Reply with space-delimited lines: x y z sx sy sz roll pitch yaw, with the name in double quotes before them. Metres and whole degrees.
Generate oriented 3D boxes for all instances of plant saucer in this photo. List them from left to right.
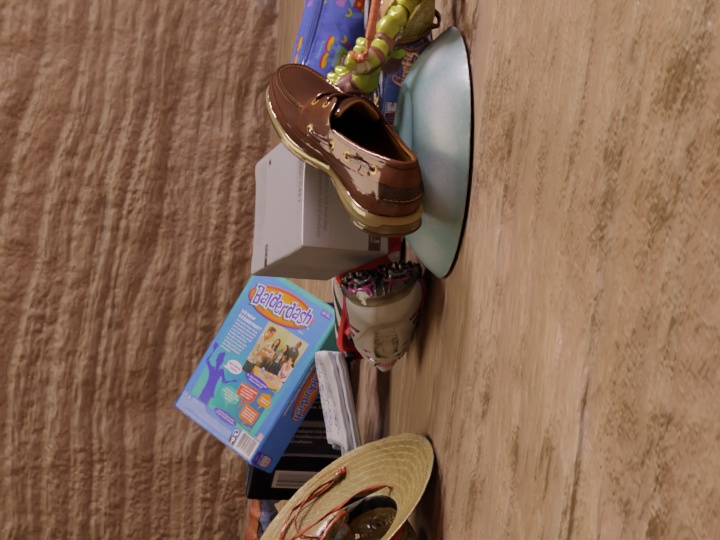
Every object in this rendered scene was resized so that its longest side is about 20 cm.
"plant saucer" 0.051 -0.095 1.175 0.201 0.038 0.203 -178 90 -83

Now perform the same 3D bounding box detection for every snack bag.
"snack bag" -0.016 0.181 1.517 0.189 0.021 0.202 160 99 -83

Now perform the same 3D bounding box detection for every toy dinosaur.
"toy dinosaur" -0.136 0.372 2.107 0.182 0.199 0.105 60 174 -33

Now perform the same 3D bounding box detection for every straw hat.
"straw hat" 0.007 0.231 1.214 0.085 0.200 0.201 51 -175 -17

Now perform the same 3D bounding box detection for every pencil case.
"pencil case" -0.032 -0.240 1.514 0.078 0.087 0.202 10 80 39

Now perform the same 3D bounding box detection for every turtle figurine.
"turtle figurine" 0.034 -0.209 1.176 0.161 0.064 0.201 124 169 -59

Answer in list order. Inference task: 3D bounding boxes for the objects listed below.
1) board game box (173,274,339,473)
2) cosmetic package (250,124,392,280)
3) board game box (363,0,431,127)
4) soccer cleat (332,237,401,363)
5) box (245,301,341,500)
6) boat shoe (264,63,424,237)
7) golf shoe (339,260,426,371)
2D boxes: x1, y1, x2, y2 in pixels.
"board game box" -0.111 0.111 1.699 0.152 0.045 0.201 30 88 39
"cosmetic package" -0.037 -0.057 1.289 0.200 0.080 0.114 149 123 -72
"board game box" 0.032 -0.230 1.379 0.136 0.034 0.201 101 169 -47
"soccer cleat" 0.000 0.000 1.436 0.086 0.068 0.201 -108 16 -49
"box" -0.081 0.166 1.824 0.197 0.116 0.202 108 164 -64
"boat shoe" -0.009 -0.109 1.134 0.200 0.071 0.068 51 142 39
"golf shoe" 0.024 0.040 1.257 0.200 0.072 0.093 62 -164 -89
